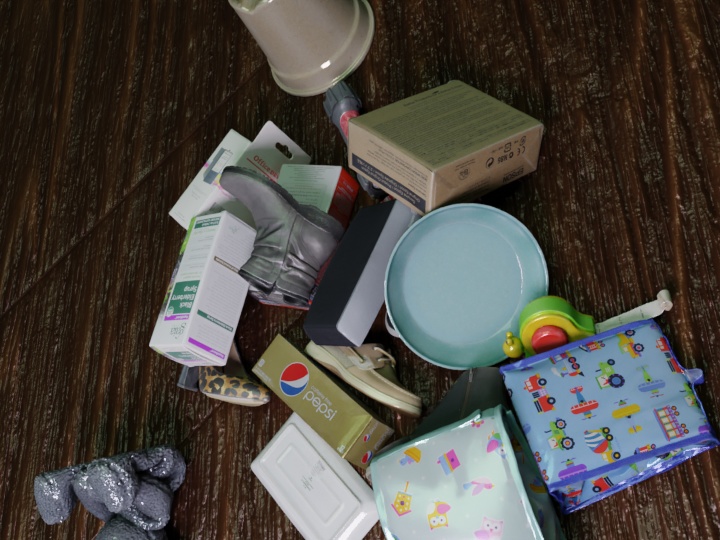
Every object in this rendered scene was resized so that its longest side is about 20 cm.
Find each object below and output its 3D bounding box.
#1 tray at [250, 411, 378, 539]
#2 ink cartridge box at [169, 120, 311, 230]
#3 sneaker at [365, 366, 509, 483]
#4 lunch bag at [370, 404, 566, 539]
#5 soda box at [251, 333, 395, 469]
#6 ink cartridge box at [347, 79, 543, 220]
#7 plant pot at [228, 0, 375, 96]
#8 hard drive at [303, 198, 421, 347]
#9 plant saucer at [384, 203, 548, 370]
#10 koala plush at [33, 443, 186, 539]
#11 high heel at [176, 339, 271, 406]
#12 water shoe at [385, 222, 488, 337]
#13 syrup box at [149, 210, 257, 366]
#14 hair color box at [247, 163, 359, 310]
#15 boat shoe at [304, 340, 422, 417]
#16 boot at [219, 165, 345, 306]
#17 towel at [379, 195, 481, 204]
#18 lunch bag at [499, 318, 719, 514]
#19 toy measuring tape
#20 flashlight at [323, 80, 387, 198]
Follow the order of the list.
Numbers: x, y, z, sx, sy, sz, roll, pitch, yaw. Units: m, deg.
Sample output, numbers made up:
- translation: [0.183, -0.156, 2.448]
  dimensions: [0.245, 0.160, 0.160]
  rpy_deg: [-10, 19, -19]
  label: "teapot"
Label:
- translation: [-0.062, 0.274, 1.129]
  dimensions: [0.108, 0.022, 0.200]
  rpy_deg: [-49, 52, 1]
  label: "tray"
- translation: [-0.178, -0.127, 1.329]
  dimensions: [0.201, 0.117, 0.067]
  rpy_deg: [-53, 45, -1]
  label: "ink cartridge box"
- translation: [0.096, 0.193, 1.051]
  dimensions: [0.199, 0.075, 0.107]
  rpy_deg: [-24, 39, 27]
  label: "sneaker"
- translation: [0.117, 0.261, 0.936]
  dimensions: [0.169, 0.122, 0.202]
  rpy_deg: [-25, 81, 20]
  label: "lunch bag"
- translation: [-0.050, 0.168, 1.142]
  dimensions: [0.199, 0.068, 0.064]
  rpy_deg: [36, 88, 38]
  label: "soda box"
- translation: [0.108, -0.161, 1.134]
  dimensions: [0.199, 0.076, 0.164]
  rpy_deg: [-26, 44, -30]
  label: "ink cartridge box"
- translation: [-0.106, -0.407, 1.377]
  dimensions: [0.199, 0.183, 0.203]
  rpy_deg: [-13, 62, 26]
  label: "plant pot"
- translation: [0.000, 0.000, 1.123]
  dimensions: [0.134, 0.042, 0.202]
  rpy_deg: [-6, 55, 61]
  label: "hard drive"
- translation: [0.126, 0.018, 1.067]
  dimensions: [0.197, 0.036, 0.203]
  rpy_deg: [0, 98, -2]
  label: "plant saucer"
- translation: [-0.306, 0.347, 1.180]
  dimensions: [0.176, 0.183, 0.202]
  rpy_deg: [-19, 80, 33]
  label: "koala plush"
- translation: [-0.181, 0.111, 1.244]
  dimensions: [0.199, 0.071, 0.144]
  rpy_deg: [7, 78, 43]
  label: "high heel"
- translation: [0.095, -0.001, 1.126]
  dimensions: [0.200, 0.079, 0.072]
  rpy_deg: [-45, 52, 6]
  label: "water shoe"
- translation: [-0.212, 0.027, 1.224]
  dimensions: [0.078, 0.081, 0.202]
  rpy_deg: [-6, 60, 42]
  label: "syrup box"
- translation: [-0.085, -0.049, 1.271]
  dimensions: [0.110, 0.064, 0.202]
  rpy_deg: [7, 70, 32]
  label: "hair color box"
- translation: [0.010, 0.121, 1.128]
  dimensions: [0.199, 0.072, 0.065]
  rpy_deg: [29, 84, 42]
  label: "boat shoe"
- translation: [-0.131, -0.047, 1.186]
  dimensions: [0.199, 0.070, 0.132]
  rpy_deg: [29, 78, 12]
  label: "boot"
- translation: [0.064, -0.063, 1.191]
  dimensions: [0.199, 0.022, 0.145]
  rpy_deg: [-39, 37, 11]
  label: "towel"
- translation: [0.274, 0.146, 0.951]
  dimensions: [0.198, 0.094, 0.152]
  rpy_deg: [-24, 54, 9]
  label: "lunch bag"
- translation: [0.249, 0.051, 1.006]
  dimensions: [0.199, 0.073, 0.074]
  rpy_deg: [-25, 57, 23]
  label: "toy measuring tape"
- translation: [0.001, -0.196, 1.284]
  dimensions: [0.067, 0.068, 0.201]
  rpy_deg: [-34, 55, 14]
  label: "flashlight"
